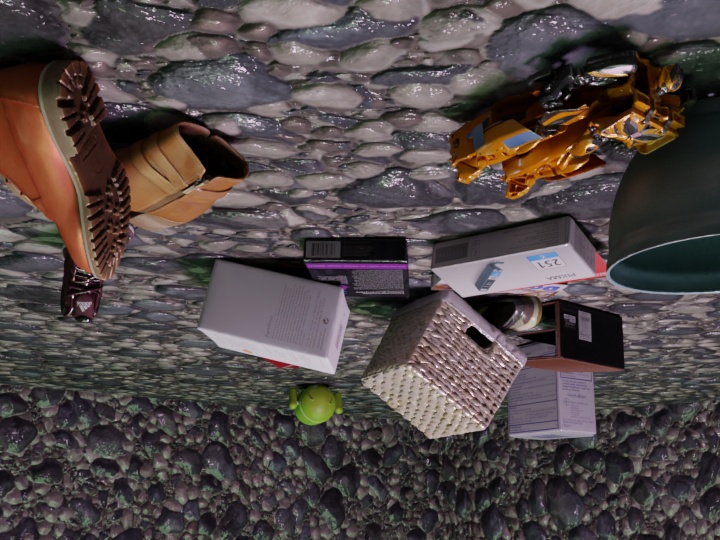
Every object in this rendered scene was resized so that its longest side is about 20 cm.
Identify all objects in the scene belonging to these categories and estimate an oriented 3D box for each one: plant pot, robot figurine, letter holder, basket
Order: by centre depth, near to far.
[{"bbox_3d":[0.179,-0.119,0.666,0.143,0.059,0.198,10,162,-39],"label":"robot figurine"},{"bbox_3d":[0.315,-0.068,0.700,0.196,0.137,0.201,1,165,0],"label":"plant pot"},{"bbox_3d":[0.139,0.166,1.357,0.197,0.162,0.199,39,151,-12],"label":"basket"},{"bbox_3d":[0.373,0.129,1.467,0.198,0.103,0.141,13,162,-38],"label":"letter holder"},{"bbox_3d":[-0.143,0.422,2.485,0.172,0.118,0.200,10,162,-14],"label":"robot figurine"}]

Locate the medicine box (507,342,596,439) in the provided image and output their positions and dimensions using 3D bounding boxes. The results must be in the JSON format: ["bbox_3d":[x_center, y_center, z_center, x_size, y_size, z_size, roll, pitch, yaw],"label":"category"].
[{"bbox_3d":[0.416,0.262,1.739,0.101,0.204,0.182,10,162,-25],"label":"medicine box"}]

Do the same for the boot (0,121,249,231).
[{"bbox_3d":[-0.217,-0.095,0.742,0.154,0.078,0.198,-19,148,39],"label":"boot"}]

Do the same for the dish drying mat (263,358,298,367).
[{"bbox_3d":[-0.200,0.216,1.939,0.075,0.019,0.200,-2,164,12],"label":"dish drying mat"}]

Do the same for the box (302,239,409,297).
[{"bbox_3d":[0.000,0.000,1.140,0.140,0.037,0.200,1,163,4],"label":"box"}]

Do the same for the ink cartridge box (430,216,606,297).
[{"bbox_3d":[0.222,0.002,1.066,0.197,0.046,0.176,-11,149,36],"label":"ink cartridge box"}]

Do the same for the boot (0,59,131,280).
[{"bbox_3d":[-0.264,-0.082,0.678,0.105,0.076,0.203,2,126,11],"label":"boot"}]

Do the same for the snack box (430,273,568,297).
[{"bbox_3d":[0.210,0.016,1.205,0.196,0.025,0.072,4,162,-10],"label":"snack box"}]

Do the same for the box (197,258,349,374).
[{"bbox_3d":[-0.126,0.073,1.195,0.196,0.108,0.153,13,166,5],"label":"box"}]

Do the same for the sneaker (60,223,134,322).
[{"bbox_3d":[-0.342,0.005,1.015,0.074,0.118,0.199,8,163,-26],"label":"sneaker"}]

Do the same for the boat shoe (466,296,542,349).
[{"bbox_3d":[0.229,0.086,1.381,0.065,0.073,0.200,16,154,-28],"label":"boat shoe"}]
